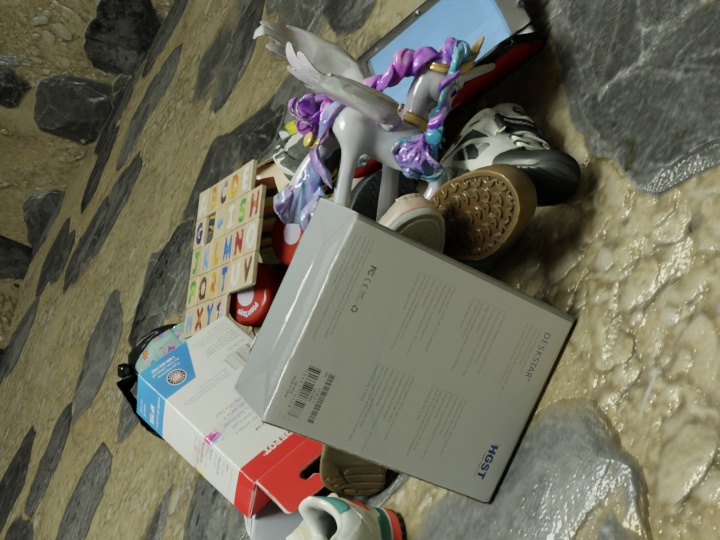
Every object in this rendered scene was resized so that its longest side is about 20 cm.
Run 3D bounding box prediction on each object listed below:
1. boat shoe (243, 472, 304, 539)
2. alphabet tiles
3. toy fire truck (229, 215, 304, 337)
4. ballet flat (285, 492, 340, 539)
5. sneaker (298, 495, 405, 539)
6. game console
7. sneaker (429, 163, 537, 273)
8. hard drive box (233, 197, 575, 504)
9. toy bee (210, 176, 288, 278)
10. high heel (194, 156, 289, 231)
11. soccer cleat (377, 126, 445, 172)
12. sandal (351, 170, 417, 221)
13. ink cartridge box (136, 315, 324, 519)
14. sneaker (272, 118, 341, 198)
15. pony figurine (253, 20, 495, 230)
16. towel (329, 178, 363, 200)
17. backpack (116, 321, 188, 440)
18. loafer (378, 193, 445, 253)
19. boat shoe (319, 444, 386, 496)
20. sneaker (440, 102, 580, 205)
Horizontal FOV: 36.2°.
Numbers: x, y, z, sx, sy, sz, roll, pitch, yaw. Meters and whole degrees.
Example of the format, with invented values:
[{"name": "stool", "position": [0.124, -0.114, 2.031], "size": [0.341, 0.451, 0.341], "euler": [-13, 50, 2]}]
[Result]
[{"name": "boat shoe", "position": [-0.075, 0.238, 1.060], "size": [0.201, 0.073, 0.066], "euler": [-103, 13, -49]}, {"name": "alphabet tiles", "position": [-0.143, -0.020, 1.150], "size": [0.200, 0.008, 0.168], "euler": [-19, 63, 62]}, {"name": "toy fire truck", "position": [-0.030, 0.034, 1.109], "size": [0.200, 0.112, 0.168], "euler": [-50, 55, 21]}, {"name": "ballet flat", "position": [-0.057, 0.285, 0.932], "size": [0.069, 0.069, 0.201], "euler": [-24, 52, 58]}, {"name": "sneaker", "position": [-0.010, 0.254, 0.847], "size": [0.070, 0.093, 0.200], "euler": [-53, 25, 27]}, {"name": "game console", "position": [0.059, -0.197, 1.039], "size": [0.200, 0.119, 0.172], "euler": [-37, -2, 26]}, {"name": "sneaker", "position": [0.097, -0.038, 0.906], "size": [0.067, 0.090, 0.200], "euler": [60, 145, 10]}, {"name": "hard drive box", "position": [0.033, 0.061, 0.804], "size": [0.157, 0.199, 0.077], "euler": [-64, 25, 1]}, {"name": "toy bee", "position": [-0.087, -0.030, 1.229], "size": [0.130, 0.200, 0.109], "euler": [-17, 78, 19]}, {"name": "high heel", "position": [-0.108, -0.106, 1.297], "size": [0.199, 0.072, 0.143], "euler": [-27, -4, -9]}, {"name": "soccer cleat", "position": [0.070, -0.172, 1.147], "size": [0.086, 0.070, 0.200], "euler": [40, 97, 33]}, {"name": "sandal", "position": [-0.001, 0.000, 1.020], "size": [0.043, 0.076, 0.201], "euler": [6, 78, 61]}, {"name": "ink cartridge box", "position": [-0.104, 0.148, 1.045], "size": [0.116, 0.200, 0.067], "euler": [-35, -25, -36]}, {"name": "sneaker", "position": [-0.035, -0.109, 1.103], "size": [0.074, 0.085, 0.200], "euler": [-27, 17, 8]}, {"name": "pony figurine", "position": [0.001, -0.121, 0.917], "size": [0.167, 0.192, 0.201], "euler": [-120, 47, -59]}, {"name": "towel", "position": [-0.023, -0.040, 1.244], "size": [0.201, 0.034, 0.133], "euler": [-62, 22, 11]}, {"name": "backpack", "position": [-0.171, 0.139, 1.246], "size": [0.127, 0.166, 0.200], "euler": [-60, 29, 1]}, {"name": "loafer", "position": [0.013, 0.004, 0.906], "size": [0.201, 0.071, 0.063], "euler": [107, 146, -46]}, {"name": "boat shoe", "position": [0.000, 0.110, 0.927], "size": [0.201, 0.071, 0.068], "euler": [98, 180, -46]}, {"name": "sneaker", "position": [0.123, -0.104, 0.932], "size": [0.200, 0.074, 0.089], "euler": [9, 78, 66]}]
